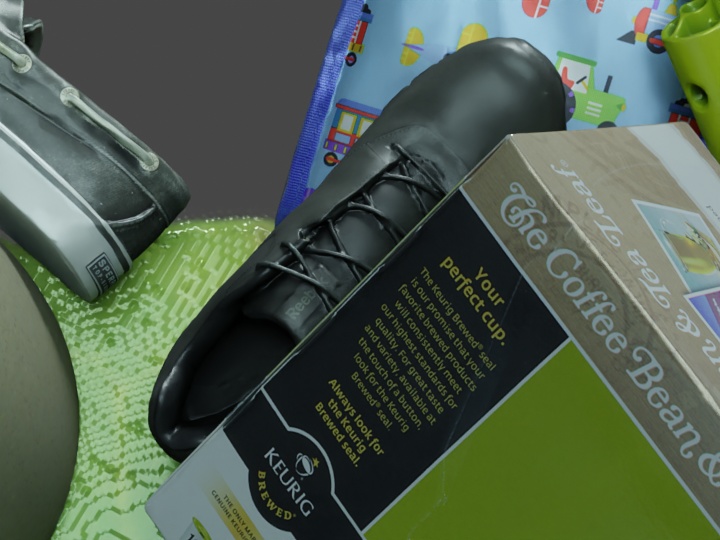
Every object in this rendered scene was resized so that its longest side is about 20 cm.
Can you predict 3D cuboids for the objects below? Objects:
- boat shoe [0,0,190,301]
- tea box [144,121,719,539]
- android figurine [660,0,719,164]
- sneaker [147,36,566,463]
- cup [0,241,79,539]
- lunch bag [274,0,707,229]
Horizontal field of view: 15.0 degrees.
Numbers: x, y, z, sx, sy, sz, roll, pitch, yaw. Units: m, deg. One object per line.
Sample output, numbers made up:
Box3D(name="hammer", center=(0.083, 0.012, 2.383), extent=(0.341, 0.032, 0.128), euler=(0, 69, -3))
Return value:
Box3D(name="boat shoe", center=(-0.151, -0.076, 1.044), extent=(0.200, 0.071, 0.064), euler=(43, 75, 6))
Box3D(name="tea box", center=(0.074, 0.089, 0.898), extent=(0.197, 0.134, 0.200), euler=(-45, 72, 28))
Box3D(name="android figurine", center=(0.186, -0.097, 1.010), extent=(0.182, 0.041, 0.200), euler=(-35, 114, -27))
Box3D(name="sneaker", center=(0.000, 0.000, 0.971), extent=(0.076, 0.091, 0.200), euler=(40, 97, 6))
Box3D(name="cup", center=(-0.204, 0.035, 0.958), extent=(0.200, 0.143, 0.201), euler=(0, 69, -1))
Box3D(name="lunch bag", center=(0.062, -0.070, 1.038), extent=(0.150, 0.094, 0.200), euler=(18, 79, 4))
